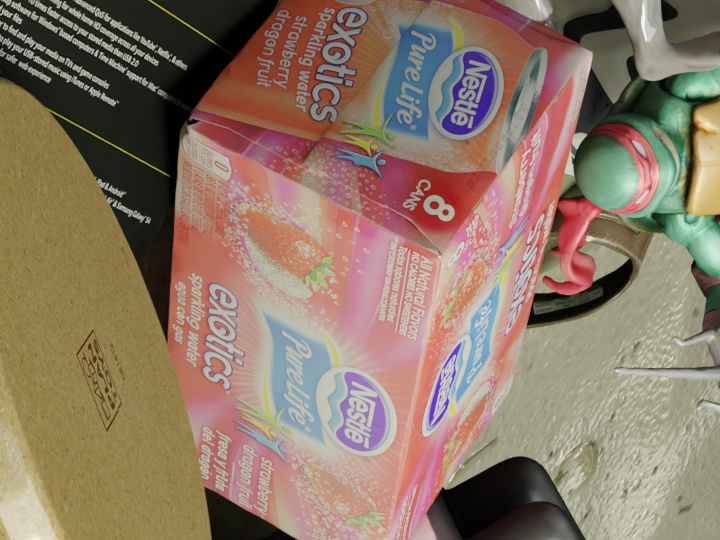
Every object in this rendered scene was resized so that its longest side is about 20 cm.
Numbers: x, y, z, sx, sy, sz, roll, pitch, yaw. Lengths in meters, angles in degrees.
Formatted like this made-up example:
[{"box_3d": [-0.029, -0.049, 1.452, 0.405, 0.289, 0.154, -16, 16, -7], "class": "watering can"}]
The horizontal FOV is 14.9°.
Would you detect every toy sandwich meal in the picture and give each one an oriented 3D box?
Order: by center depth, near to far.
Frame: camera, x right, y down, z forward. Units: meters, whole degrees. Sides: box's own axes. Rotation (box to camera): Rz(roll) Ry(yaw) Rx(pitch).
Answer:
[{"box_3d": [-0.098, 0.044, 0.710, 0.070, 0.206, 0.205, -18, 148, 10], "class": "toy sandwich meal"}]

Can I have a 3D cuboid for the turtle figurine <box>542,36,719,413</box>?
[{"box_3d": [0.137, -0.042, 0.938, 0.200, 0.101, 0.150, -20, 130, -44], "class": "turtle figurine"}]

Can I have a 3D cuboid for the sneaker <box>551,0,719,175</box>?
[{"box_3d": [0.145, -0.104, 1.063, 0.199, 0.129, 0.080, -47, 148, -22], "class": "sneaker"}]

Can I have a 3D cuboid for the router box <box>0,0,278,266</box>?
[{"box_3d": [-0.102, -0.086, 0.789, 0.149, 0.051, 0.200, -62, 150, -1], "class": "router box"}]

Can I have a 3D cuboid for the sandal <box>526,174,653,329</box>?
[{"box_3d": [0.077, -0.004, 1.101, 0.201, 0.057, 0.080, -32, 154, -36], "class": "sandal"}]

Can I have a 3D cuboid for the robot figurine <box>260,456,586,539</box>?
[{"box_3d": [-0.002, 0.152, 1.022, 0.200, 0.125, 0.150, -30, 162, 2], "class": "robot figurine"}]

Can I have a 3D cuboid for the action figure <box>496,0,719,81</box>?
[{"box_3d": [0.041, -0.132, 0.866, 0.104, 0.200, 0.193, -33, 120, 22], "class": "action figure"}]

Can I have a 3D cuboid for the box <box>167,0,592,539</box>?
[{"box_3d": [0.000, 0.000, 0.914, 0.103, 0.095, 0.200, -52, 164, -33], "class": "box"}]
